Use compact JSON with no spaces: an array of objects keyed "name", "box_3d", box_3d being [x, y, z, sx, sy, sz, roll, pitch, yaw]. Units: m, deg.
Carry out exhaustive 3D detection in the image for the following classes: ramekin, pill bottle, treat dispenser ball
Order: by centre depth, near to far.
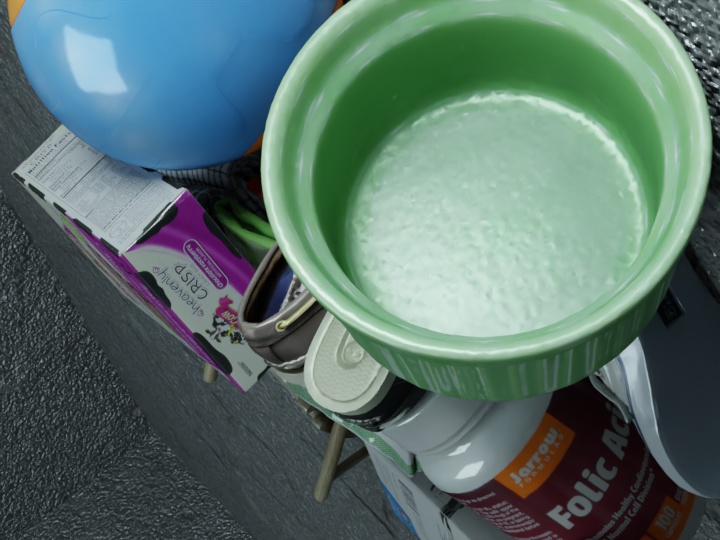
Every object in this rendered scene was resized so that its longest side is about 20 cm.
[{"name":"ramekin","box_3d":[0.060,-0.037,0.676,0.200,0.200,0.098,45,171,23]},{"name":"treat dispenser ball","box_3d":[-0.109,-0.161,0.864,0.201,0.201,0.201,47,164,18]},{"name":"pill bottle","box_3d":[0.107,0.105,0.887,0.200,0.114,0.114,36,171,-23]}]

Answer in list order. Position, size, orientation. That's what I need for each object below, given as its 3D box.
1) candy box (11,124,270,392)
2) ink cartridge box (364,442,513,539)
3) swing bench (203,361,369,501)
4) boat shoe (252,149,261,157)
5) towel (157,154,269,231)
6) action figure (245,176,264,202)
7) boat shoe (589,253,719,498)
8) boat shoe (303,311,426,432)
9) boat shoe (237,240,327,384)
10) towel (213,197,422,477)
[{"name":"candy box","box_3d":[-0.138,-0.014,0.957,0.137,0.061,0.200,52,168,-34]},{"name":"ink cartridge box","box_3d":[0.106,0.222,1.305,0.200,0.084,0.145,42,162,37]},{"name":"swing bench","box_3d":[-0.058,0.080,1.397,0.199,0.130,0.200,45,157,28]},{"name":"boat shoe","box_3d":[-0.090,-0.106,1.197,0.200,0.057,0.067,57,164,-16]},{"name":"towel","box_3d":[-0.079,-0.005,1.130,0.200,0.086,0.165,47,163,-23]},{"name":"action figure","box_3d":[0.000,0.000,0.973,0.052,0.066,0.200,14,149,44]},{"name":"boat shoe","box_3d":[0.146,0.032,0.795,0.202,0.074,0.086,59,163,-15]},{"name":"boat shoe","box_3d":[0.042,-0.002,0.813,0.072,0.201,0.068,27,172,38]},{"name":"boat shoe","box_3d":[-0.004,-0.031,0.850,0.072,0.200,0.060,21,163,39]},{"name":"towel","box_3d":[-0.024,0.049,0.975,0.149,0.031,0.200,28,154,35]}]
